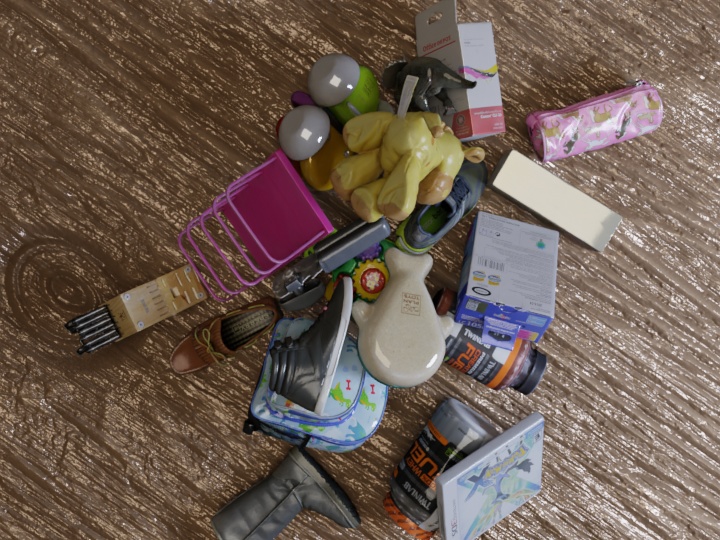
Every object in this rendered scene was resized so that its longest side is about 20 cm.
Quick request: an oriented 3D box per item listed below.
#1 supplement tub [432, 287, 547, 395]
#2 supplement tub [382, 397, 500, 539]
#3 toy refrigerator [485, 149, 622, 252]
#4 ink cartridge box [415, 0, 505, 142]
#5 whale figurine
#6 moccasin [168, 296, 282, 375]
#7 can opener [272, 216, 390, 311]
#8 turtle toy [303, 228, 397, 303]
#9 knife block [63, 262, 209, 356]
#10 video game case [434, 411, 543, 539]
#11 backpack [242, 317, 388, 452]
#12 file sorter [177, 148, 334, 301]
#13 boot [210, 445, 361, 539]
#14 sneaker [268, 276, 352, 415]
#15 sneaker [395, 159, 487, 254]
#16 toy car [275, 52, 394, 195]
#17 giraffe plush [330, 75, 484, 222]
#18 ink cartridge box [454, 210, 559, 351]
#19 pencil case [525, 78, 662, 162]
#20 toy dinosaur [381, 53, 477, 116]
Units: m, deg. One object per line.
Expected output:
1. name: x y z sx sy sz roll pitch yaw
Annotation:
1. supplement tub: 0.190 0.117 1.179 0.198 0.107 0.108 29 95 -1
2. supplement tub: 0.129 0.316 1.190 0.122 0.123 0.201 34 95 -2
3. toy refrigerator: 0.300 -0.111 1.172 0.198 0.076 0.071 31 95 -1
4. ink cartridge box: 0.147 -0.298 1.133 0.067 0.116 0.203 -11 96 -28
5. whale figurine: 0.058 0.072 1.104 0.157 0.104 0.203 8 71 -12
6. moccasin: -0.217 0.110 1.203 0.199 0.078 0.075 -22 94 3
7. can opener: -0.040 -0.011 1.109 0.198 0.054 0.067 -31 126 4
8. turtle toy: 0.000 0.000 1.176 0.198 0.101 0.147 31 95 -1
9. knife block: -0.369 0.067 1.220 0.199 0.175 0.065 -29 97 -41
10. video game case: 0.201 0.330 1.154 0.198 0.022 0.184 -27 131 -23
11. backpack: -0.058 0.180 1.151 0.197 0.147 0.185 19 63 -5
12. file sorter: -0.166 -0.055 1.112 0.125 0.199 0.140 -38 94 -39
13. boot: -0.122 0.409 1.230 0.200 0.073 0.182 -45 79 -2
14. sneaker: -0.073 0.093 1.062 0.098 0.071 0.203 16 73 -1
15. sneaker: 0.137 -0.101 1.156 0.074 0.081 0.201 41 70 -4
16. toy car: -0.054 -0.223 1.142 0.149 0.175 0.202 22 80 40
17. giraffe plush: 0.079 -0.157 1.069 0.173 0.161 0.201 44 111 35
18. ink cartridge box: 0.219 0.020 1.130 0.135 0.077 0.202 14 51 1
19. pencil case: 0.356 -0.229 1.157 0.197 0.083 0.088 -18 95 4
20. toy dinosaur: 0.088 -0.270 1.102 0.076 0.199 0.104 -25 105 -21
